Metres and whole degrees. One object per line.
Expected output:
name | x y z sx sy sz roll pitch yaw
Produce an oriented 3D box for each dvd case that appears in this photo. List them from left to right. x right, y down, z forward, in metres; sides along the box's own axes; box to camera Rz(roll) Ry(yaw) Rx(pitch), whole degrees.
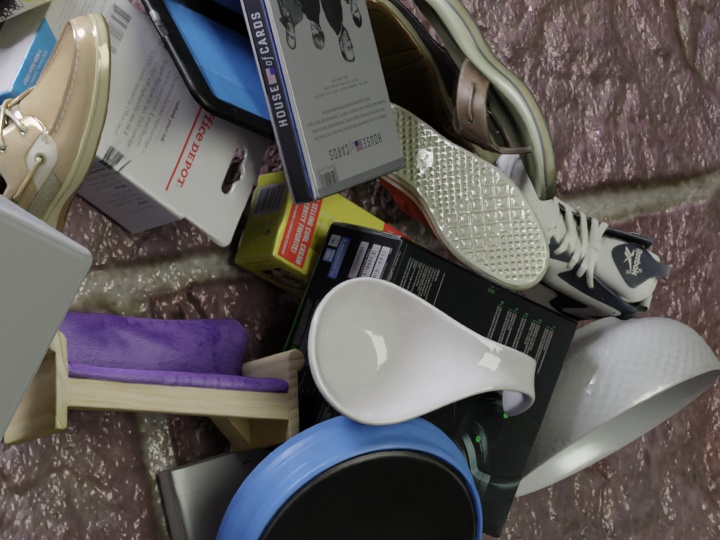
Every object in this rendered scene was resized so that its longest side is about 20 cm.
dvd case | -0.030 -0.158 1.514 0.150 0.025 0.202 -24 102 -61

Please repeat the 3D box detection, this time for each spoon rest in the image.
spoon rest | 0.048 0.062 1.443 0.199 0.060 0.100 12 73 -36

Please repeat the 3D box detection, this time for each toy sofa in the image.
toy sofa | -0.141 0.070 1.435 0.199 0.083 0.099 6 76 -34

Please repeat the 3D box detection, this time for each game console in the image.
game console | -0.067 -0.190 1.503 0.200 0.116 0.177 19 93 -58

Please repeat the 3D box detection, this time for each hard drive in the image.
hard drive | -0.069 0.229 1.523 0.131 0.026 0.202 -13 90 -43

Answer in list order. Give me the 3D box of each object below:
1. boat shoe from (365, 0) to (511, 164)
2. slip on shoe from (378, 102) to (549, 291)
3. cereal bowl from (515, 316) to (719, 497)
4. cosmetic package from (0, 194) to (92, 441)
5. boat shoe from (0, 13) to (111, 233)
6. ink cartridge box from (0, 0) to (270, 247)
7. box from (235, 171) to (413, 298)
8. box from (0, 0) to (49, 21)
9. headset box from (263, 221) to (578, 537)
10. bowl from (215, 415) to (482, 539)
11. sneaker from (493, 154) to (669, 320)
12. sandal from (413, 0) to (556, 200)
boat shoe | 0.056 -0.142 1.685 0.201 0.073 0.065 58 40 -23
slip on shoe | 0.071 -0.053 1.615 0.074 0.200 0.061 -44 152 -9
cereal bowl | 0.182 0.096 1.675 0.199 0.200 0.084 -18 72 -42
cosmetic package | -0.299 0.005 1.229 0.199 0.167 0.167 28 89 -35
boat shoe | -0.213 -0.078 1.362 0.064 0.201 0.072 12 30 -23
ink cartridge box | -0.165 -0.108 1.473 0.200 0.066 0.117 38 58 -30
box | 0.000 0.000 1.602 0.199 0.050 0.076 31 65 -34
box | -0.207 -0.215 1.365 0.076 0.199 0.050 55 52 -18
headset box | 0.047 0.083 1.545 0.199 0.092 0.176 23 85 -35
bowl | -0.005 0.194 1.467 0.199 0.039 0.202 -13 122 -21
sneaker | 0.179 -0.021 1.681 0.200 0.128 0.080 66 37 -46
sandal | 0.088 -0.132 1.607 0.057 0.080 0.202 -31 73 -8
